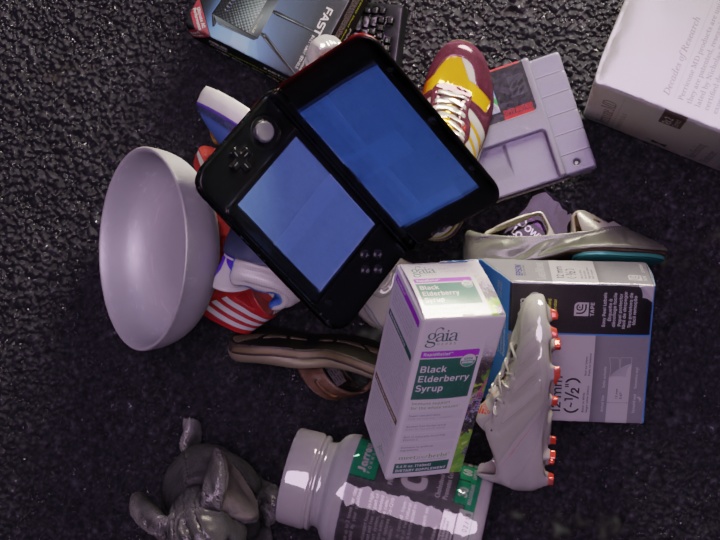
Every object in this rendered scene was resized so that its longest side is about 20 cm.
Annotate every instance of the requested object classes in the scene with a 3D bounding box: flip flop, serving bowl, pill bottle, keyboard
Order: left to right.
[{"bbox_3d":[-0.193,-0.022,1.246,0.065,0.199,0.202,-1,84,-35],"label":"serving bowl"},{"bbox_3d":[-0.039,0.100,1.259,0.198,0.081,0.058,7,103,8],"label":"flip flop"},{"bbox_3d":[0.024,-0.178,1.299,0.126,0.021,0.202,7,87,7],"label":"keyboard"},{"bbox_3d":[0.024,0.226,1.219,0.198,0.113,0.114,14,87,6],"label":"pill bottle"}]

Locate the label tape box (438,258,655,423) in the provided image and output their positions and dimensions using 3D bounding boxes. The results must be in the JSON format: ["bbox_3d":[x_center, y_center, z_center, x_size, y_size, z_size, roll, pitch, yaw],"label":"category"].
[{"bbox_3d":[0.172,0.067,1.181,0.198,0.066,0.145,1,112,2],"label":"label tape box"}]

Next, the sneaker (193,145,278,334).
[{"bbox_3d":[-0.147,-0.024,1.276,0.115,0.078,0.201,-41,59,23],"label":"sneaker"}]

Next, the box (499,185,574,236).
[{"bbox_3d":[0.174,0.035,1.258,0.143,0.036,0.201,38,89,7],"label":"box"}]

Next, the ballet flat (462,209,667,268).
[{"bbox_3d":[0.197,-0.029,1.212,0.198,0.067,0.064,-7,76,5],"label":"ballet flat"}]

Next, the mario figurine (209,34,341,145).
[{"bbox_3d":[-0.048,-0.146,1.208,0.198,0.124,0.107,-20,40,9],"label":"mario figurine"}]

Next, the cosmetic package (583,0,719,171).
[{"bbox_3d":[0.338,-0.202,1.196,0.198,0.165,0.166,22,88,8],"label":"cosmetic package"}]

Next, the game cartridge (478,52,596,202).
[{"bbox_3d":[0.123,-0.132,1.253,0.198,0.038,0.131,-18,83,6],"label":"game cartridge"}]

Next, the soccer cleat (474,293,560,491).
[{"bbox_3d":[0.142,0.115,1.136,0.077,0.069,0.202,3,115,8],"label":"soccer cleat"}]

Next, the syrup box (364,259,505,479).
[{"bbox_3d":[0.064,0.092,1.139,0.078,0.201,0.082,-3,40,-18],"label":"syrup box"}]

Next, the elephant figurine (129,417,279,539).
[{"bbox_3d":[-0.148,0.238,1.191,0.154,0.200,0.143,23,88,7],"label":"elephant figurine"}]

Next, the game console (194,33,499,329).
[{"bbox_3d":[-0.011,-0.070,1.079,0.200,0.118,0.173,47,69,-21],"label":"game console"}]

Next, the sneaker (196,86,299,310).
[{"bbox_3d":[-0.107,-0.055,1.153,0.200,0.081,0.147,40,87,-15],"label":"sneaker"}]

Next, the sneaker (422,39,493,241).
[{"bbox_3d":[0.085,-0.131,1.196,0.074,0.090,0.202,6,83,10],"label":"sneaker"}]

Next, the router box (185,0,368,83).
[{"bbox_3d":[-0.069,-0.300,1.289,0.149,0.062,0.201,27,88,12],"label":"router box"}]

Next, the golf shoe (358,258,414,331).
[{"bbox_3d":[0.000,0.000,1.237,0.199,0.097,0.079,31,85,15],"label":"golf shoe"}]
